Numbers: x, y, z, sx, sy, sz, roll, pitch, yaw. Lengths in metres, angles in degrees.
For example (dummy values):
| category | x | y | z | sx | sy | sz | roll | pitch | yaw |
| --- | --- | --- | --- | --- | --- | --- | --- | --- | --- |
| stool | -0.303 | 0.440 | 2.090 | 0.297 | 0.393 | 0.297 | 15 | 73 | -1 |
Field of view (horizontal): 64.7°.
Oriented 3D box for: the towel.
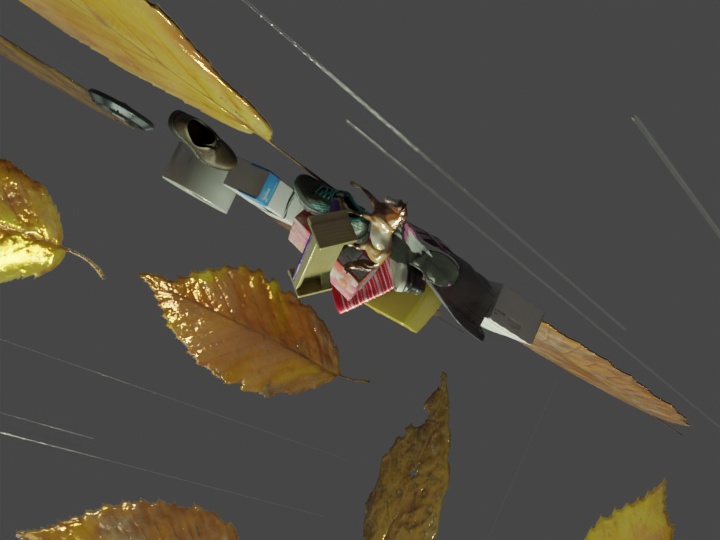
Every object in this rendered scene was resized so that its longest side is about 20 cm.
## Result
| category | x | y | z | sx | sy | sz | roll | pitch | yaw |
| --- | --- | --- | --- | --- | --- | --- | --- | --- | --- |
| towel | 0.000 | 0.000 | 1.328 | 0.196 | 0.150 | 0.022 | -27 | 165 | 33 |

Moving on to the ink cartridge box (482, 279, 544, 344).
| category | x | y | z | sx | sy | sz | roll | pitch | yaw |
| --- | --- | --- | --- | --- | --- | --- | --- | --- | --- |
| ink cartridge box | 0.304 | 0.085 | 1.312 | 0.143 | 0.087 | 0.199 | 30 | 175 | -23 |

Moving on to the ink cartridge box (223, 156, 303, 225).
| category | x | y | z | sx | sy | sz | roll | pitch | yaw |
| --- | --- | --- | --- | --- | --- | --- | --- | --- | --- |
| ink cartridge box | -0.244 | -0.204 | 1.513 | 0.142 | 0.086 | 0.199 | 26 | 176 | 34 |

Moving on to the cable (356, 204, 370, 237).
| category | x | y | z | sx | sy | sz | roll | pitch | yaw |
| --- | --- | --- | --- | --- | --- | --- | --- | --- | --- |
| cable | -0.057 | -0.141 | 1.267 | 0.195 | 0.051 | 0.097 | 28 | 170 | 9 |

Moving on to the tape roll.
| category | x | y | z | sx | sy | sz | roll | pitch | yaw |
| --- | --- | --- | --- | --- | --- | --- | --- | --- | --- |
| tape roll | -0.424 | -0.268 | 1.560 | 0.198 | 0.143 | 0.203 | 28 | 175 | 2 |

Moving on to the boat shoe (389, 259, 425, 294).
| category | x | y | z | sx | sy | sz | roll | pitch | yaw |
| --- | --- | --- | --- | --- | --- | --- | --- | --- | --- |
| boat shoe | 0.100 | -0.018 | 1.184 | 0.058 | 0.076 | 0.202 | 15 | -153 | -9 |

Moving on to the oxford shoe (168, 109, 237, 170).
| category | x | y | z | sx | sy | sz | roll | pitch | yaw |
| --- | --- | --- | --- | --- | --- | --- | --- | --- | --- |
| oxford shoe | -0.349 | -0.287 | 1.315 | 0.083 | 0.075 | 0.199 | 22 | 173 | 37 |

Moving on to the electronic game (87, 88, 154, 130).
| category | x | y | z | sx | sy | sz | roll | pitch | yaw |
| --- | --- | --- | --- | --- | --- | --- | --- | --- | --- |
| electronic game | -0.693 | -0.467 | 1.653 | 0.195 | 0.043 | 0.200 | 27 | 177 | 2 |

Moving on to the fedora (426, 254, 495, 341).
| category | x | y | z | sx | sy | sz | roll | pitch | yaw |
| --- | --- | --- | --- | --- | --- | --- | --- | --- | --- |
| fedora | 0.215 | 0.039 | 1.173 | 0.175 | 0.091 | 0.201 | 37 | -166 | -33 |

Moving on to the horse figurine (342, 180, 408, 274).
| category | x | y | z | sx | sy | sz | roll | pitch | yaw |
| --- | --- | --- | --- | --- | --- | --- | --- | --- | --- |
| horse figurine | 0.021 | -0.071 | 1.060 | 0.129 | 0.205 | 0.050 | 26 | -139 | 18 |

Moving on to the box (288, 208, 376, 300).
| category | x | y | z | sx | sy | sz | roll | pitch | yaw |
| --- | --- | --- | --- | --- | --- | --- | --- | --- | --- |
| box | -0.054 | -0.051 | 1.243 | 0.200 | 0.102 | 0.095 | 44 | 149 | 7 |

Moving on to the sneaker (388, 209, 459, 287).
| category | x | y | z | sx | sy | sz | roll | pitch | yaw |
| --- | --- | --- | --- | --- | --- | --- | --- | --- | --- |
| sneaker | 0.111 | -0.046 | 1.117 | 0.198 | 0.081 | 0.086 | 41 | -154 | 5 |

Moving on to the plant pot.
| category | x | y | z | sx | sy | sz | roll | pitch | yaw |
| --- | --- | --- | --- | --- | --- | --- | --- | --- | --- |
| plant pot | 0.106 | 0.034 | 1.386 | 0.196 | 0.181 | 0.200 | 26 | 176 | 22 |

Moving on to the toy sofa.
| category | x | y | z | sx | sy | sz | roll | pitch | yaw |
| --- | --- | --- | --- | --- | --- | --- | --- | --- | --- |
| toy sofa | -0.082 | -0.041 | 1.087 | 0.100 | 0.080 | 0.201 | 66 | 152 | 21 |

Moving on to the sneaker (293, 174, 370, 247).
| category | x | y | z | sx | sy | sz | roll | pitch | yaw |
| --- | --- | --- | --- | --- | --- | --- | --- | --- | --- |
| sneaker | -0.052 | -0.143 | 1.179 | 0.198 | 0.078 | 0.092 | 39 | 146 | 4 |
